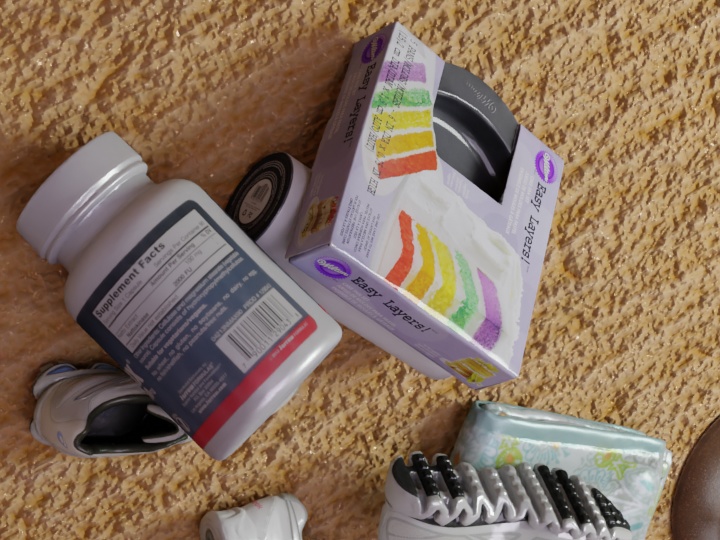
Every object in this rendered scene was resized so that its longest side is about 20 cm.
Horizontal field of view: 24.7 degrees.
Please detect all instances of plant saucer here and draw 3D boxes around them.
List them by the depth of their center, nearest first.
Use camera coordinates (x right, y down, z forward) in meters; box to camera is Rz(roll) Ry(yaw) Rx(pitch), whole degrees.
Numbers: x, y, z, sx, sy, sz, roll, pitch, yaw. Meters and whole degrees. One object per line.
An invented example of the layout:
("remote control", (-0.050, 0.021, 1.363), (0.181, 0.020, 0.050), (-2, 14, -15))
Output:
("plant saucer", (0.362, 0.200, 1.426), (0.199, 0.037, 0.202), (-8, 110, -23))

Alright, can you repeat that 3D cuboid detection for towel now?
("towel", (0.146, 0.199, 1.318), (0.199, 0.048, 0.172), (13, 100, -28))

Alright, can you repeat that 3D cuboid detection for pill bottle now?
("pill bottle", (-0.120, 0.012, 1.058), (0.200, 0.120, 0.120), (45, 84, 3))

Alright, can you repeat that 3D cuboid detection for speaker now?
("speaker", (0.000, 0.000, 1.168), (0.199, 0.081, 0.082), (34, 91, -29))

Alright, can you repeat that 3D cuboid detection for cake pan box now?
("cake pan box", (0.052, -0.046, 1.142), (0.184, 0.052, 0.201), (38, 53, -29))

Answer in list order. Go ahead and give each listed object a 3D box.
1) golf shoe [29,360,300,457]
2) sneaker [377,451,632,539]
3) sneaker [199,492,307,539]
("golf shoe", (-0.123, 0.097, 1.132), (0.199, 0.097, 0.079), (-11, 109, -23))
("sneaker", (0.106, 0.191, 1.240), (0.198, 0.075, 0.082), (10, 116, -14))
("sneaker", (-0.044, 0.258, 1.218), (0.099, 0.078, 0.202), (-21, 102, -24))
